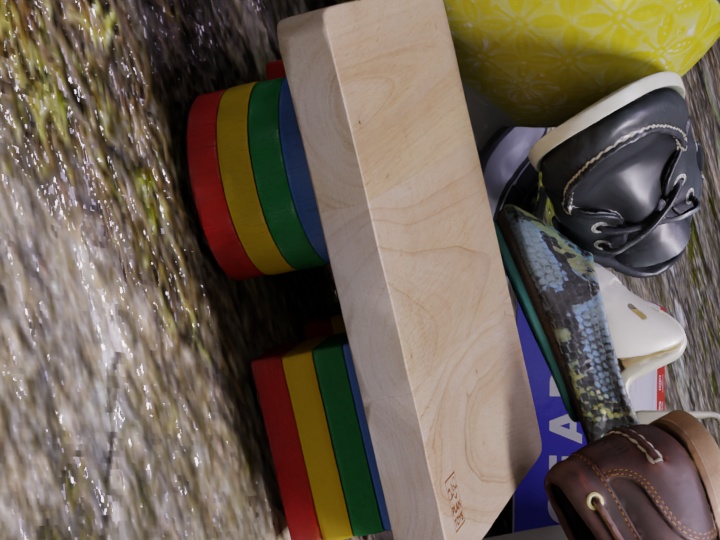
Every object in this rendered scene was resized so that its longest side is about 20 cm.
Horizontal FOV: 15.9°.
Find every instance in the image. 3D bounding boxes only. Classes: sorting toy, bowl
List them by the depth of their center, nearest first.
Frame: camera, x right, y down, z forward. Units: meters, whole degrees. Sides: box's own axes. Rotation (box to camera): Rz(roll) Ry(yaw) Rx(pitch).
[{"bbox_3d":[0.000,0.000,0.973,0.200,0.069,0.199,-34,112,-74],"label":"sorting toy"},{"bbox_3d":[0.049,-0.118,1.128,0.108,0.200,0.200,-57,161,0],"label":"bowl"}]

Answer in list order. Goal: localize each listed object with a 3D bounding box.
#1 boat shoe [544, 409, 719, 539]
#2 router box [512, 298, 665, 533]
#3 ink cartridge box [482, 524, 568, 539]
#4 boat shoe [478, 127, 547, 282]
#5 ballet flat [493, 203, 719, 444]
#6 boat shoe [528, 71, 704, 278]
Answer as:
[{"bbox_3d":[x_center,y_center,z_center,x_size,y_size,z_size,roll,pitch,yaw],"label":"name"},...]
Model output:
[{"bbox_3d":[0.126,0.158,1.015,0.070,0.070,0.200,-16,-85,64],"label":"boat shoe"},{"bbox_3d":[0.119,0.113,1.319,0.179,0.049,0.201,14,77,-74],"label":"router box"},{"bbox_3d":[0.065,0.213,1.026,0.200,0.087,0.146,-73,148,-66],"label":"ink cartridge box"},{"bbox_3d":[0.051,-0.026,1.180,0.200,0.073,0.068,-74,153,-56],"label":"boat shoe"},{"bbox_3d":[0.116,0.058,1.092,0.074,0.074,0.200,6,64,-75],"label":"ballet flat"},{"bbox_3d":[0.117,-0.032,1.114,0.066,0.074,0.199,63,-3,10],"label":"boat shoe"}]
